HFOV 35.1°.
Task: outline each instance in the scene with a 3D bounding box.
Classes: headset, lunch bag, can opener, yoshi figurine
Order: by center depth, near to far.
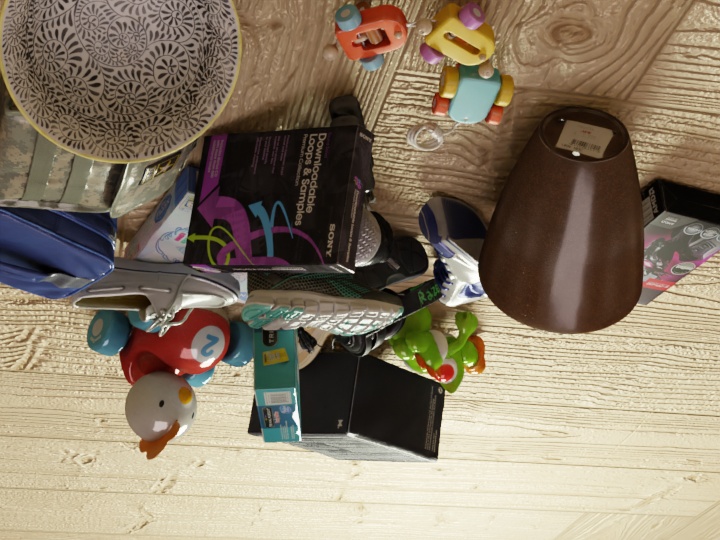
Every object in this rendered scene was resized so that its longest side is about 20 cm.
[{"bbox_3d":[-0.252,-0.135,1.108,0.199,0.118,0.164,4,151,-23],"label":"lunch bag"},{"bbox_3d":[-0.360,-0.056,1.213,0.200,0.133,0.136,24,140,-38],"label":"lunch bag"},{"bbox_3d":[-0.019,-0.108,1.230,0.067,0.054,0.200,-7,148,6],"label":"can opener"},{"bbox_3d":[0.002,0.049,1.384,0.200,0.094,0.123,-27,179,28],"label":"headset"},{"bbox_3d":[0.097,0.092,1.565,0.112,0.113,0.200,28,-179,30],"label":"yoshi figurine"}]

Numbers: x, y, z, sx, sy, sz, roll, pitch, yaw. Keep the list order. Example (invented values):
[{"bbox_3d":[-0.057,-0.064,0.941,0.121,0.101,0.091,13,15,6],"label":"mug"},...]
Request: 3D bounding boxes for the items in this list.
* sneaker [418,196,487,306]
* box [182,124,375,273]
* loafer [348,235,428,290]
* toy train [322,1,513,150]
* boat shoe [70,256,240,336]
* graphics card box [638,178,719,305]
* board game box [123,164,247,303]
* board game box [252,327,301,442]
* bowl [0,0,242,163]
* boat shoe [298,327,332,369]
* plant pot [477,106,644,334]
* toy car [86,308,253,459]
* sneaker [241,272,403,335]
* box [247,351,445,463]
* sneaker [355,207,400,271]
[{"bbox_3d":[0.121,-0.006,1.385,0.115,0.081,0.199,-27,143,31],"label":"sneaker"},{"bbox_3d":[-0.085,-0.070,1.144,0.199,0.144,0.036,0,166,32],"label":"box"},{"bbox_3d":[0.000,0.000,1.347,0.063,0.072,0.200,-29,165,40],"label":"loafer"},{"bbox_3d":[0.061,-0.202,1.081,0.150,0.056,0.200,-15,144,22],"label":"toy train"},{"bbox_3d":[-0.242,0.037,1.339,0.201,0.086,0.075,9,149,-18],"label":"boat shoe"},{"bbox_3d":[0.356,-0.030,1.394,0.125,0.051,0.200,12,145,-23],"label":"graphics card box"},{"bbox_3d":[-0.153,-0.034,1.352,0.199,0.044,0.199,15,144,-28],"label":"board game box"},{"bbox_3d":[-0.097,0.075,1.303,0.047,0.201,0.151,-3,150,-2],"label":"board game box"},{"bbox_3d":[-0.208,-0.203,0.984,0.200,0.094,0.202,-6,115,-12],"label":"bowl"},{"bbox_3d":[-0.076,0.067,1.510,0.069,0.074,0.200,20,139,-21],"label":"boat shoe"},{"bbox_3d":[0.226,-0.067,1.219,0.186,0.187,0.200,-2,135,-2],"label":"plant pot"},{"bbox_3d":[-0.250,0.152,1.504,0.177,0.201,0.184,-27,142,35],"label":"toy car"},{"bbox_3d":[-0.037,0.016,1.223,0.199,0.092,0.078,9,153,-37],"label":"sneaker"},{"bbox_3d":[-0.017,0.196,1.621,0.199,0.124,0.198,-7,159,41],"label":"box"},{"bbox_3d":[-0.041,-0.060,1.210,0.076,0.200,0.114,-53,151,4],"label":"sneaker"}]
